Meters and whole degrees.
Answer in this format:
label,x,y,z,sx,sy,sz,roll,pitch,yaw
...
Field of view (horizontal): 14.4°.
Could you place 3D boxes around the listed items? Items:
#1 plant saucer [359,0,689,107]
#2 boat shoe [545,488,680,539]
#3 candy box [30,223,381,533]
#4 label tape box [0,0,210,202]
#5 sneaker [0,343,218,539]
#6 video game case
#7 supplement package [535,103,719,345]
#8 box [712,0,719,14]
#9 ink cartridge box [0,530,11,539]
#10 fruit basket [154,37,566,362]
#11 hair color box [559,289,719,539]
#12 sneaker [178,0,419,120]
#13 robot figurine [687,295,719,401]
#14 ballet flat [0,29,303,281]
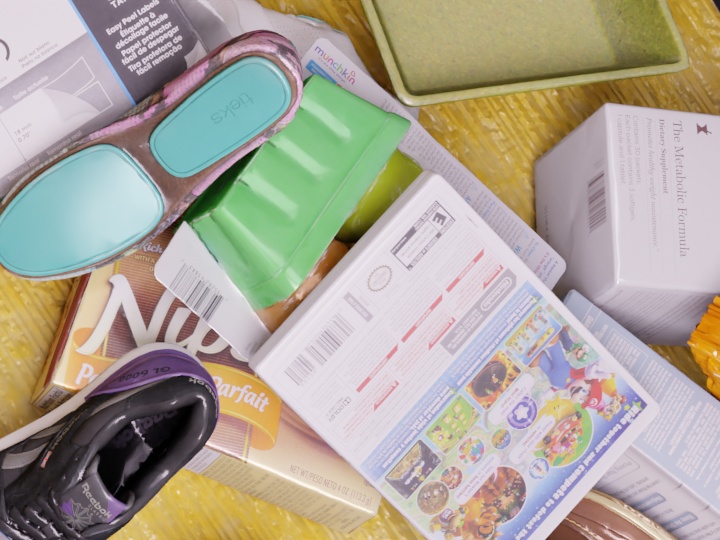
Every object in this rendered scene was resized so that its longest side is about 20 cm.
label,x,y,z,sx,sy,sz,roll,pitch,yaw
plant saucer,0.073,-0.183,1.715,0.199,0.048,0.201,-8,65,-26
boat shoe,0.172,0.204,1.636,0.200,0.072,0.068,44,62,-6
candy box,-0.071,0.055,1.599,0.199,0.055,0.116,23,66,-11
label tape box,-0.191,-0.158,1.586,0.144,0.063,0.201,-33,86,2
sneaker,-0.159,0.117,1.490,0.200,0.088,0.076,-43,104,-1
video game case,0.054,0.063,1.539,0.143,0.018,0.200,-47,114,-5
supplement package,0.217,-0.021,1.694,0.199,0.110,0.115,4,72,-20
box,0.330,-0.247,1.766,0.198,0.200,0.124,-27,84,-25
ink cartridge box,-0.208,0.249,1.440,0.136,0.076,0.200,44,92,-9
fruit basket,0.000,0.000,1.580,0.200,0.094,0.186,44,61,-20
hair color box,0.167,0.105,1.650,0.200,0.099,0.061,38,64,-6
sneaker,-0.052,-0.127,1.666,0.200,0.075,0.089,39,50,-10
robot figurine,0.264,0.081,1.638,0.145,0.200,0.058,30,83,31
ballet flat,-0.112,-0.063,1.542,0.200,0.071,0.069,-35,103,12
